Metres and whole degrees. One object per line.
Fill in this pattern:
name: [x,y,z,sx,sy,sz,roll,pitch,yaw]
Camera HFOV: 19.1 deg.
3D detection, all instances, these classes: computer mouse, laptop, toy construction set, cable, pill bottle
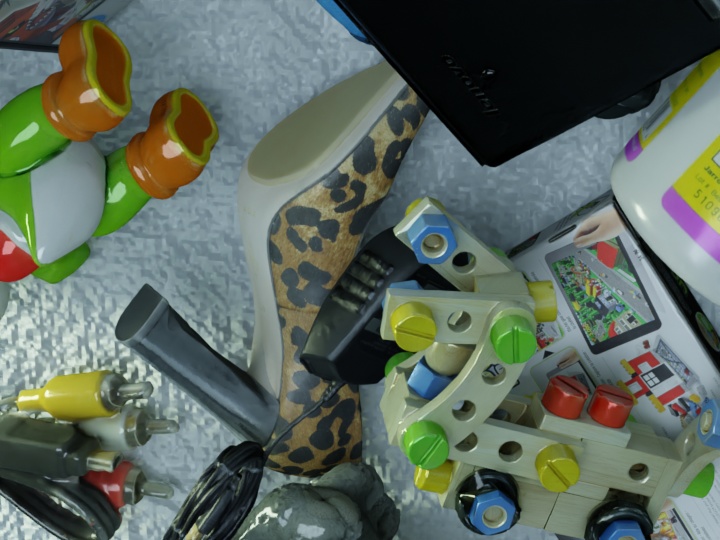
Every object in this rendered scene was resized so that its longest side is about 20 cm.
computer mouse: [-0.025,0.052,0.956,0.200,0.059,0.034,-48,60,7]
laptop: [0.082,-0.175,0.848,0.187,0.116,0.200,47,73,-22]
toy construction set: [0.093,0.057,0.909,0.200,0.092,0.131,19,112,-1]
cable: [-0.184,0.082,1.072,0.200,0.050,0.097,11,125,24]
pill bottle: [0.203,-0.078,0.880,0.104,0.104,0.200,41,111,0]

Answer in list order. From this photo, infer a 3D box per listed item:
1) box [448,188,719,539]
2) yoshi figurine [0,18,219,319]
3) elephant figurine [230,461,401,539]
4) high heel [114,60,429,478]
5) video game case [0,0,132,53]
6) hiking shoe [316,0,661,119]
box: [0.125,0.073,0.980,0.110,0.035,0.200,-30,96,20]
yoshi figurine: [-0.165,-0.033,0.992,0.200,0.112,0.112,-37,77,22]
elephant figurine: [0.021,0.192,0.956,0.200,0.141,0.155,45,114,26]
high heel: [0.000,0.000,0.995,0.200,0.071,0.143,-46,119,4]
video game case: [-0.113,-0.152,0.892,0.181,0.200,0.026,-33,81,20]
hiking shoe: [0.040,-0.125,0.930,0.200,0.074,0.087,32,144,-13]
